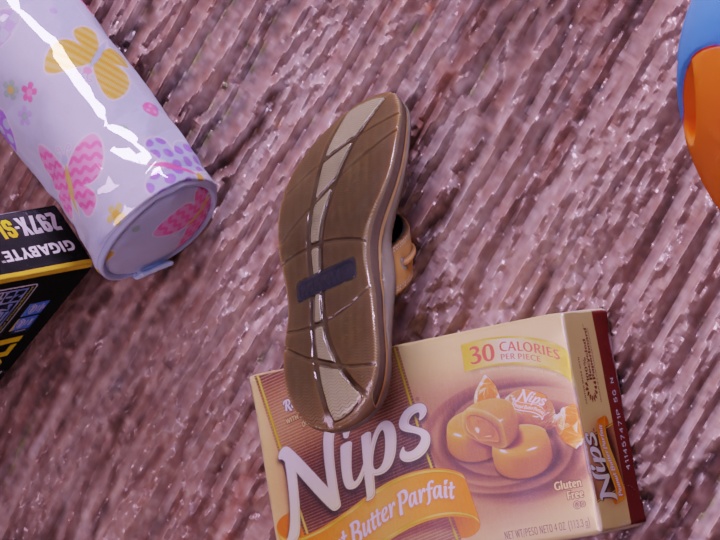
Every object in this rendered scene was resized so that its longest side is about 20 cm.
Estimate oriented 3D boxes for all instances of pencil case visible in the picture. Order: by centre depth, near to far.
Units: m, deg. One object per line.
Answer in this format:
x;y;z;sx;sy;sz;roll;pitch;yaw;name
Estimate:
-0.165;-0.089;1.690;0.200;0.083;0.091;51;134;21;pencil case

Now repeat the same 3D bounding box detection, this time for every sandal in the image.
0.000;0.000;1.585;0.080;0.054;0.201;-20;55;33;sandal

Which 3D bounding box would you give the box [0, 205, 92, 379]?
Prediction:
-0.264;0.048;1.690;0.049;0.159;0.200;55;127;17;box

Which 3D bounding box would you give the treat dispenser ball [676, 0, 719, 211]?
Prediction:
0.245;-0.087;1.363;0.200;0.201;0.202;1;92;32;treat dispenser ball

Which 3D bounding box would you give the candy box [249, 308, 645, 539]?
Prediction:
0.043;0.094;1.579;0.199;0.055;0.116;-13;84;32;candy box
